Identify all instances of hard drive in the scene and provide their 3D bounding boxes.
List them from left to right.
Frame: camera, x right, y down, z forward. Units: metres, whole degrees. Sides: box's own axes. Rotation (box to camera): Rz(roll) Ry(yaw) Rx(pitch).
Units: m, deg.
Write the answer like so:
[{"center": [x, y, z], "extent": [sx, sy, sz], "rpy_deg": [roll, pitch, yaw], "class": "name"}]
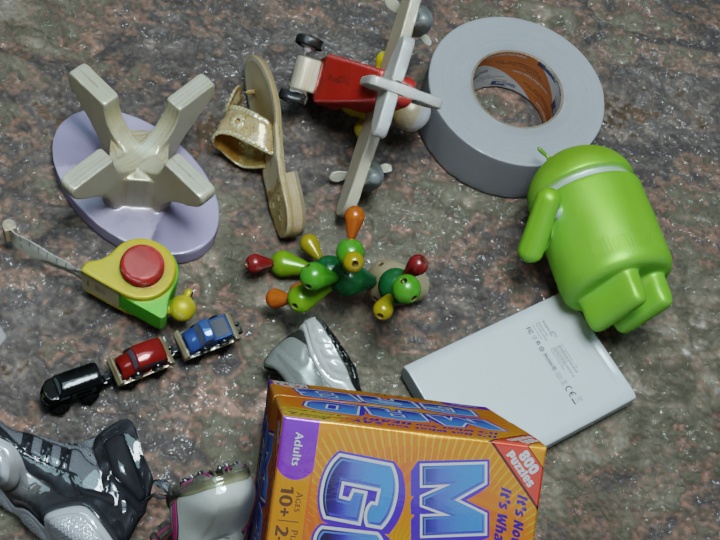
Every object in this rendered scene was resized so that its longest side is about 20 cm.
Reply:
[{"center": [0.156, 0.114, 1.187], "extent": [0.199, 0.027, 0.132], "rpy_deg": [-23, 69, -23], "class": "hard drive"}]

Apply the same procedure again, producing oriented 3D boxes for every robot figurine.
[{"center": [0.239, -0.039, 1.214], "extent": [0.175, 0.116, 0.201], "rpy_deg": [4, 58, -39], "class": "robot figurine"}]

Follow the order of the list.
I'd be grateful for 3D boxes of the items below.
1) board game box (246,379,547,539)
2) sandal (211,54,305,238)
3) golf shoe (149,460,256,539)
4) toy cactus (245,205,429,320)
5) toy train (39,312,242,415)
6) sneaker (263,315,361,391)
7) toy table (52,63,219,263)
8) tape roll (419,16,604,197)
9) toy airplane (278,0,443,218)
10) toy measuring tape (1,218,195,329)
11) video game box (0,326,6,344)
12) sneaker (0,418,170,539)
[{"center": [0.015, 0.209, 0.962], "extent": [0.198, 0.200, 0.202], "rpy_deg": [8, 91, -7], "class": "board game box"}, {"center": [-0.116, -0.130, 1.236], "extent": [0.069, 0.078, 0.213], "rpy_deg": [-8, 68, -23], "class": "sandal"}, {"center": [-0.117, 0.221, 0.969], "extent": [0.072, 0.200, 0.093], "rpy_deg": [-13, 63, -24], "class": "golf shoe"}, {"center": [0.000, 0.000, 1.165], "extent": [0.164, 0.199, 0.103], "rpy_deg": [7, 81, -46], "class": "toy cactus"}, {"center": [-0.200, 0.082, 1.118], "extent": [0.199, 0.046, 0.034], "rpy_deg": [-21, 67, -22], "class": "toy train"}, {"center": [-0.020, 0.144, 1.117], "extent": [0.079, 0.074, 0.201], "rpy_deg": [-31, 73, 1], "class": "sneaker"}, {"center": [-0.220, -0.108, 1.179], "extent": [0.199, 0.117, 0.184], "rpy_deg": [32, 60, 6], "class": "toy table"}, {"center": [0.164, -0.181, 1.330], "extent": [0.199, 0.066, 0.202], "rpy_deg": [6, 60, -10], "class": "tape roll"}, {"center": [0.024, -0.180, 1.232], "extent": [0.140, 0.200, 0.200], "rpy_deg": [17, 46, -37], "class": "toy airplane"}, {"center": [-0.241, -0.012, 1.150], "extent": [0.199, 0.074, 0.074], "rpy_deg": [28, 59, 4], "class": "toy measuring tape"}, {"center": [-0.436, 0.092, 1.033], "extent": [0.181, 0.047, 0.201], "rpy_deg": [18, 57, 24], "class": "video game box"}, {"center": [-0.260, 0.163, 1.049], "extent": [0.200, 0.076, 0.114], "rpy_deg": [38, 54, 10], "class": "sneaker"}]
